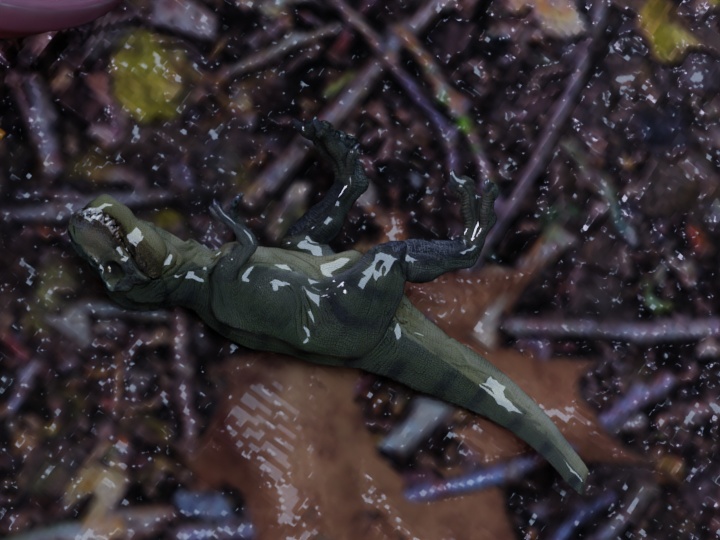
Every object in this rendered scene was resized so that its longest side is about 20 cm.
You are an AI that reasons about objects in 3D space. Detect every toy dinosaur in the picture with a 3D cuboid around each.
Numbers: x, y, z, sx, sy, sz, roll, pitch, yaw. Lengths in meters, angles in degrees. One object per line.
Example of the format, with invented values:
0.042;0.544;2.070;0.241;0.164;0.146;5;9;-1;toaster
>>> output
0.000;0.000;0.883;0.200;0.047;0.088;23;82;-6;toy dinosaur

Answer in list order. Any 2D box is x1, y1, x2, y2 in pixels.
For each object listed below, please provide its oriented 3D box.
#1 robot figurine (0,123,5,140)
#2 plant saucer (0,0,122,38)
-0.175;-0.045;0.773;0.145;0.200;0.058;30;99;-2;robot figurine
-0.162;-0.149;0.848;0.200;0.051;0.201;30;34;-23;plant saucer
